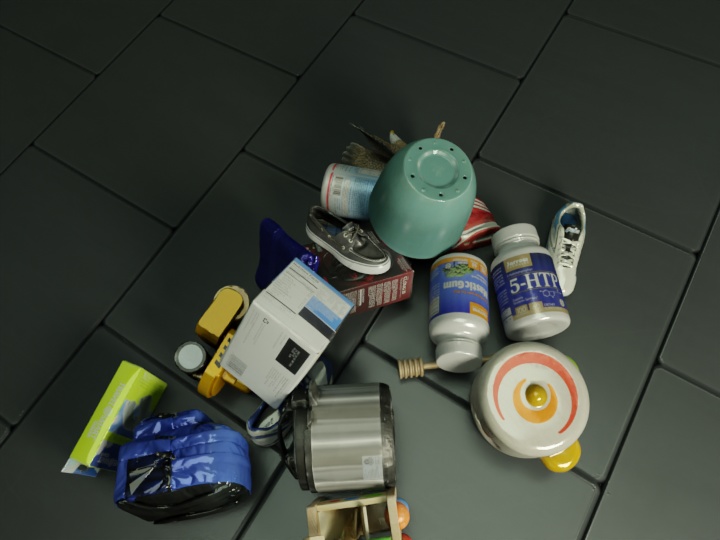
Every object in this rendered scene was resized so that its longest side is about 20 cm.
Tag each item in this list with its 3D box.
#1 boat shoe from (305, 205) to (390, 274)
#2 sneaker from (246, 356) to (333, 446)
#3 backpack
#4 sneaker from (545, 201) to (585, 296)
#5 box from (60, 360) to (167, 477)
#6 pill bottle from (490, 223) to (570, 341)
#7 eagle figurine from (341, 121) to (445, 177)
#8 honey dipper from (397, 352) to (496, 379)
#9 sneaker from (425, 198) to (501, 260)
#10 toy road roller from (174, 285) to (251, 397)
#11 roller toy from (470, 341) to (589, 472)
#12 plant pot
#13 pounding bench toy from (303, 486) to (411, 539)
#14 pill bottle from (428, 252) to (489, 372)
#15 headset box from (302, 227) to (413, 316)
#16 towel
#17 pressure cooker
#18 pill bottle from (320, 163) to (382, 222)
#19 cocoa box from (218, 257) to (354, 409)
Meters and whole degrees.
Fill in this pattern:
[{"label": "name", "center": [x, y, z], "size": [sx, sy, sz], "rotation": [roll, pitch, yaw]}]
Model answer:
[{"label": "boat shoe", "center": [-0.026, -0.065, 1.026], "size": [0.199, 0.067, 0.070], "rotation": [35, 51, 30]}, {"label": "sneaker", "center": [-0.124, 0.235, 0.999], "size": [0.075, 0.088, 0.200], "rotation": [35, 71, 21]}, {"label": "backpack", "center": [-0.288, 0.326, 0.931], "size": [0.197, 0.163, 0.170], "rotation": [-9, 61, 3]}, {"label": "sneaker", "center": [0.406, -0.045, 1.087], "size": [0.071, 0.073, 0.202], "rotation": [12, 68, 9]}, {"label": "box", "center": [-0.438, 0.277, 0.991], "size": [0.047, 0.122, 0.202], "rotation": [18, 68, 12]}, {"label": "pill bottle", "center": [0.312, 0.020, 1.038], "size": [0.118, 0.120, 0.203], "rotation": [-8, 64, 2]}, {"label": "eagle figurine", "center": [0.069, -0.248, 1.180], "size": [0.197, 0.154, 0.151], "rotation": [-8, 26, -16]}, {"label": "honey dipper", "center": [0.168, 0.174, 1.030], "size": [0.197, 0.038, 0.038], "rotation": [-6, 64, -2]}, {"label": "sneaker", "center": [0.180, -0.095, 1.141], "size": [0.197, 0.079, 0.117], "rotation": [-9, 55, -12]}, {"label": "toy road roller", "center": [-0.244, 0.146, 1.040], "size": [0.145, 0.123, 0.202], "rotation": [29, 71, 2]}, {"label": "roller toy", "center": [0.282, 0.222, 0.927], "size": [0.180, 0.140, 0.203], "rotation": [12, 72, 7]}, {"label": "plant pot", "center": [0.122, -0.147, 1.012], "size": [0.197, 0.161, 0.204], "rotation": [3, 68, -7]}, {"label": "pounding bench toy", "center": [0.003, 0.412, 0.832], "size": [0.154, 0.200, 0.126], "rotation": [-9, 74, 2]}, {"label": "pill bottle", "center": [0.182, 0.079, 1.013], "size": [0.110, 0.113, 0.202], "rotation": [2, 56, 6]}, {"label": "headset box", "center": [0.000, 0.000, 1.064], "size": [0.197, 0.076, 0.149], "rotation": [-15, 46, -18]}, {"label": "towel", "center": [-0.143, -0.001, 1.057], "size": [0.049, 0.150, 0.200], "rotation": [-5, 26, -31]}, {"label": "pressure cooker", "center": [-0.040, 0.277, 0.919], "size": [0.197, 0.179, 0.178], "rotation": [-4, 69, 2]}, {"label": "pill bottle", "center": [0.023, -0.157, 1.155], "size": [0.197, 0.109, 0.110], "rotation": [12, 66, 11]}, {"label": "cocoa box", "center": [-0.124, 0.107, 0.916], "size": [0.133, 0.201, 0.131], "rotation": [37, 43, 1]}]
